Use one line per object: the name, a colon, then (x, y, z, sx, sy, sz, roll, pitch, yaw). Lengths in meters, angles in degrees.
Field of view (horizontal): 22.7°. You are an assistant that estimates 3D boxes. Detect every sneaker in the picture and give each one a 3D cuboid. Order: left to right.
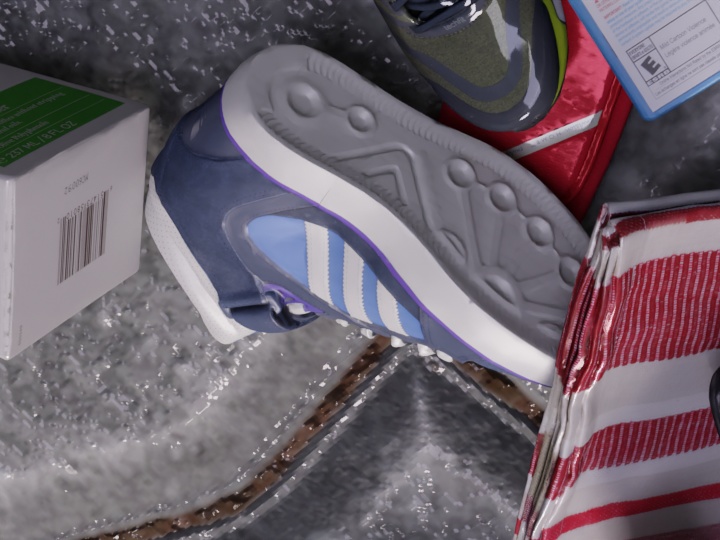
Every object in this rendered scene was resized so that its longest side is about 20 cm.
sneaker: (0.000, 0.000, 0.768, 0.199, 0.081, 0.146, 35, 143, -9)
sneaker: (0.007, -0.134, 0.693, 0.074, 0.081, 0.201, -33, 97, 32)

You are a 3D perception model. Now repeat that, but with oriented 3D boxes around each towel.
towel: (0.134, 0.059, 0.742, 0.023, 0.143, 0.202, 41, 130, 46)

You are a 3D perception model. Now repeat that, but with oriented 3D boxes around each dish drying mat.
dish drying mat: (0.088, -0.115, 0.724, 0.076, 0.018, 0.201, 21, 118, 6)

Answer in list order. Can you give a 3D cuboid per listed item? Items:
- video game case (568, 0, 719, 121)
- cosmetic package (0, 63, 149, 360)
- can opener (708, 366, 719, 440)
video game case: (0.114, -0.176, 0.668, 0.143, 0.018, 0.201, -31, 94, 26)
cosmetic package: (-0.202, -0.043, 0.762, 0.198, 0.108, 0.086, 17, 118, 18)
can opener: (0.195, 0.114, 0.757, 0.063, 0.079, 0.201, -6, 125, 21)
